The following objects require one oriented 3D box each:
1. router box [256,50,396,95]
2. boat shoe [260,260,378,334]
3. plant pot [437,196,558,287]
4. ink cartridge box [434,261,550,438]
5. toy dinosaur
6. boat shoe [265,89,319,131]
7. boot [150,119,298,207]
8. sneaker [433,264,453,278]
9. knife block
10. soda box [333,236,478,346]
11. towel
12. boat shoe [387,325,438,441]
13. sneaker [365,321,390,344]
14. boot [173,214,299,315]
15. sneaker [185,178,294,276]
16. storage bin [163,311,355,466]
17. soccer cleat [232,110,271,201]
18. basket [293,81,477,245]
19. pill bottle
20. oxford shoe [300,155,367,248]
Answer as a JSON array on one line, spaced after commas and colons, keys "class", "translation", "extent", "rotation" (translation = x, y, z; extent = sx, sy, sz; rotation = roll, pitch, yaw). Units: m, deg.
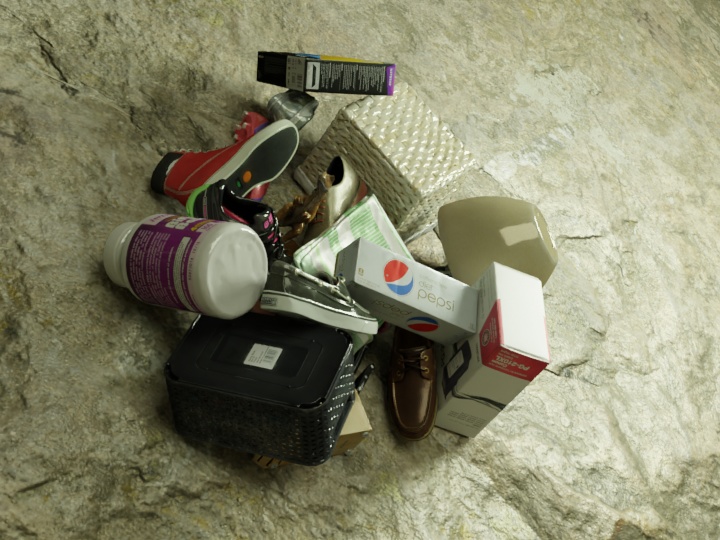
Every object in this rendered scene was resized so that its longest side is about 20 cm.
[{"class": "router box", "translation": [-0.056, -0.298, 1.538], "extent": [0.147, 0.052, 0.199], "rotation": [-2, 15, -26]}, {"class": "boat shoe", "translation": [-0.040, 0.035, 1.233], "extent": [0.199, 0.070, 0.065], "rotation": [22, 77, -53]}, {"class": "plant pot", "translation": [0.218, -0.030, 1.530], "extent": [0.201, 0.133, 0.202], "rotation": [51, 26, -36]}, {"class": "ink cartridge box", "translation": [0.168, 0.113, 1.405], "extent": [0.083, 0.201, 0.146], "rotation": [19, 45, -18]}, {"class": "toy dinosaur", "translation": [-0.096, -0.071, 1.398], "extent": [0.060, 0.199, 0.107], "rotation": [46, 52, -17]}, {"class": "boat shoe", "translation": [-0.110, -0.249, 1.556], "extent": [0.065, 0.074, 0.202], "rotation": [47, 11, -13]}, {"class": "boot", "translation": [-0.192, -0.160, 1.417], "extent": [0.143, 0.073, 0.200], "rotation": [26, 55, 35]}, {"class": "sneaker", "translation": [0.128, 0.043, 1.529], "extent": [0.199, 0.074, 0.089], "rotation": [-22, 73, -50]}, {"class": "knife block", "translation": [-0.066, 0.148, 1.301], "extent": [0.198, 0.064, 0.177], "rotation": [-3, 56, -38]}, {"class": "soda box", "translation": [0.059, 0.030, 1.342], "extent": [0.198, 0.063, 0.069], "rotation": [24, 58, -27]}, {"class": "towel", "translation": [0.000, 0.000, 1.375], "extent": [0.154, 0.023, 0.200], "rotation": [57, 44, -10]}, {"class": "boat shoe", "translation": [0.069, 0.130, 1.389], "extent": [0.071, 0.068, 0.203], "rotation": [-2, 57, 9]}, {"class": "sneaker", "translation": [0.013, 0.045, 1.447], "extent": [0.088, 0.081, 0.200], "rotation": [44, 47, -2]}, {"class": "boot", "translation": [-0.148, -0.015, 1.381], "extent": [0.189, 0.069, 0.199], "rotation": [49, 39, 14]}, {"class": "sneaker", "translation": [-0.133, -0.037, 1.306], "extent": [0.199, 0.083, 0.077], "rotation": [40, 34, -22]}, {"class": "storage bin", "translation": [-0.114, 0.131, 1.190], "extent": [0.197, 0.095, 0.136], "rotation": [9, 39, 16]}, {"class": "soccer cleat", "translation": [-0.150, -0.155, 1.506], "extent": [0.076, 0.067, 0.202], "rotation": [21, 42, -27]}, {"class": "basket", "translation": [0.044, -0.156, 1.579], "extent": [0.199, 0.161, 0.199], "rotation": [47, 40, 10]}, {"class": "pill bottle", "translation": [-0.216, -0.009, 1.224], "extent": [0.112, 0.198, 0.114], "rotation": [-13, 106, -51]}, {"class": "oxford shoe", "translation": [-0.054, -0.074, 1.422], "extent": [0.075, 0.070, 0.202], "rotation": [56, 39, -37]}]
